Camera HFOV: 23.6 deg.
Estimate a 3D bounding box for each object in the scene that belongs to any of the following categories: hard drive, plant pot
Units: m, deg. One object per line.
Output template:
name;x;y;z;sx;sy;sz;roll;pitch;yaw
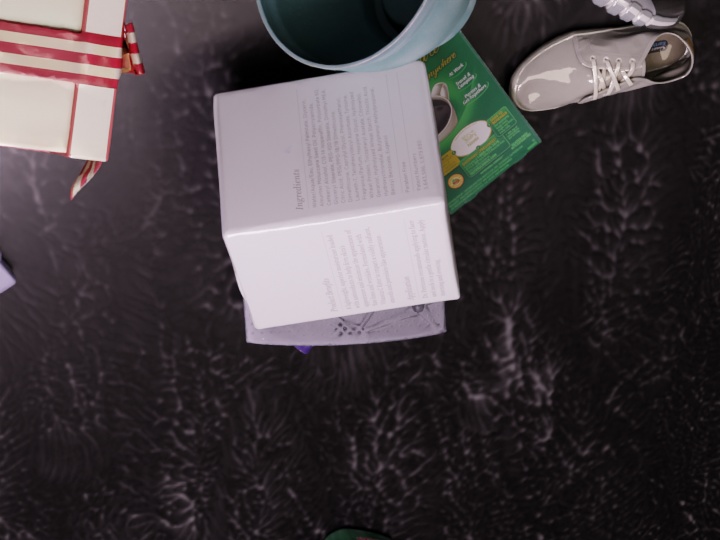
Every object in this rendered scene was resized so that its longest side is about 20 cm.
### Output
hard drive;-0.017;0.004;1.698;0.199;0.042;0.136;-3;100;4
plant pot;0.024;-0.265;1.529;0.134;0.200;0.201;10;119;-54

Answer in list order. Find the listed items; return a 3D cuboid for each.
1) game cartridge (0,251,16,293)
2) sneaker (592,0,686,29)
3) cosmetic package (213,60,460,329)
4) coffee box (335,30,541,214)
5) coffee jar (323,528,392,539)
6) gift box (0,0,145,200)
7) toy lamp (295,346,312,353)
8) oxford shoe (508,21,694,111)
game cartridge;-0.423;-0.028;1.588;0.129;0.038;0.200;-31;125;5
sneaker;0.253;-0.308;1.628;0.199;0.075;0.116;17;127;-27
cosmetic package;-0.021;-0.067;1.577;0.199;0.166;0.165;-8;147;3
coffee box;0.077;-0.161;1.684;0.123;0.044;0.200;-39;125;6
coffee jar;0.020;0.375;1.890;0.104;0.200;0.086;17;113;-28
gift box;-0.283;-0.168;1.396;0.186;0.184;0.201;4;101;-23
toy lamp;0.000;0.000;1.745;0.200;0.058;0.058;-44;124;7
oxford shoe;0.245;-0.203;1.713;0.199;0.058;0.075;-15;126;-9
